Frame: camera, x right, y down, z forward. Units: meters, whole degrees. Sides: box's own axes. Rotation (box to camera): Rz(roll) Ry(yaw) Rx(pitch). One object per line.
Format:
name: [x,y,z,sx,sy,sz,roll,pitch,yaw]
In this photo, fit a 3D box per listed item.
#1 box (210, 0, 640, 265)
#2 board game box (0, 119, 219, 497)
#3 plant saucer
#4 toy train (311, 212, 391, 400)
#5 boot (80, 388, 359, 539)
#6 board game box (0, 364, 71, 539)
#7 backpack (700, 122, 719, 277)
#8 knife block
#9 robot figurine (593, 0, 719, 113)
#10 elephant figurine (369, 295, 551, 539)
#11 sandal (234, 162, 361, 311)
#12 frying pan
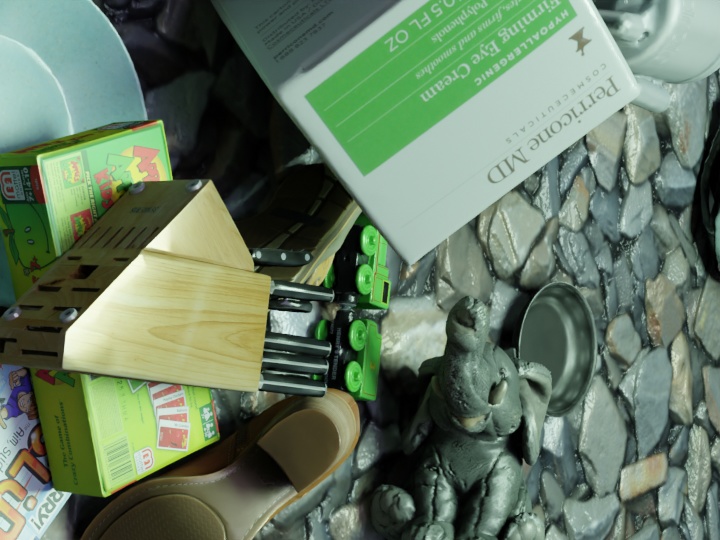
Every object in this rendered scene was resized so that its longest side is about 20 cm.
box: [0.036,-0.157,1.109,0.198,0.200,0.172,-36,127,4]
board game box: [-0.150,0.020,0.995,0.101,0.047,0.202,-23,109,-49]
plant saucer: [-0.210,-0.079,0.992,0.200,0.038,0.204,0,90,-50]
toy train: [0.000,0.000,1.240,0.056,0.041,0.202,22,72,-58]
boot: [-0.086,0.139,1.099,0.077,0.199,0.155,51,4,1]
board game box: [-0.246,0.134,0.945,0.136,0.034,0.201,56,50,-33]
backpack: [0.422,-0.077,1.678,0.167,0.126,0.201,51,56,-40]
knife block: [-0.099,0.045,0.970,0.200,0.063,0.177,-50,127,-38]
robot figurine: [0.267,-0.229,1.505,0.199,0.112,0.172,2,103,-50]
elephant figurine: [0.089,0.114,1.262,0.140,0.155,0.203,4,95,-27]
sandal: [-0.054,-0.010,1.159,0.200,0.080,0.054,-45,144,-45]
frying pan: [0.142,0.084,1.412,0.190,0.031,0.116,-36,116,-41]
